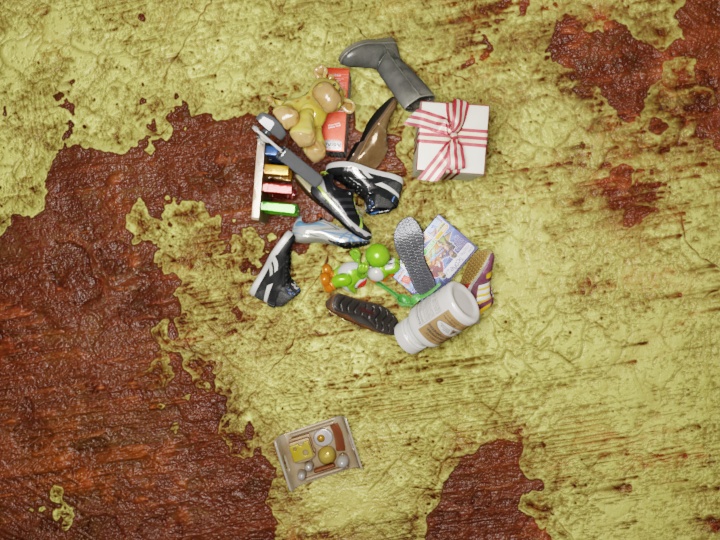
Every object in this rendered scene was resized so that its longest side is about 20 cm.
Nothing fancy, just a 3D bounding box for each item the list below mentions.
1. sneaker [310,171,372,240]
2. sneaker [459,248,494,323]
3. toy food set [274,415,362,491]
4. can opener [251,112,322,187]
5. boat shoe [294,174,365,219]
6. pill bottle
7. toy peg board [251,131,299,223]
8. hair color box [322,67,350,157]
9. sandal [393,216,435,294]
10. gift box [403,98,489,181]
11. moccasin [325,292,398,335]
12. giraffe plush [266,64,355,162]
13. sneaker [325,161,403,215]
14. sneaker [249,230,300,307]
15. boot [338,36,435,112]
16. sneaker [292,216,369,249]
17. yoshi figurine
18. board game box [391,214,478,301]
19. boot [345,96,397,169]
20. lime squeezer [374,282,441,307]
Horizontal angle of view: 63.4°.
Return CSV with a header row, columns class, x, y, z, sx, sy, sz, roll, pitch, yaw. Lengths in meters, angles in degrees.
class,x,y,z,sx,sy,sz,roll,pitch,yaw
sneaker,-0.032,-0.159,1.416,0.200,0.072,0.083,43,86,-11
sneaker,0.304,0.041,1.477,0.090,0.075,0.200,17,109,-19
toy food set,-0.109,0.476,1.511,0.200,0.060,0.144,-18,93,1
can opener,-0.160,-0.265,1.301,0.066,0.053,0.200,-46,117,4
boat shoe,-0.080,-0.187,1.479,0.200,0.073,0.063,40,87,-12
pill bottle,0.182,0.123,1.431,0.200,0.114,0.114,-38,92,33
toy peg board,-0.196,-0.214,1.412,0.098,0.200,0.199,5,92,-3
hair color box,-0.060,-0.389,1.450,0.061,0.102,0.200,3,92,2
sandal,0.133,-0.037,1.463,0.076,0.043,0.200,-14,103,10
gift box,0.200,-0.301,1.408,0.200,0.187,0.185,-1,92,0
moccasin,0.005,0.116,1.487,0.201,0.078,0.074,16,77,-18
giraffe plush,-0.101,-0.373,1.345,0.162,0.200,0.173,-37,133,6
sneaker,0.003,-0.200,1.458,0.200,0.073,0.112,11,74,-1
sneaker,-0.187,0.004,1.470,0.112,0.073,0.200,32,113,-5
boot,0.064,-0.469,1.421,0.182,0.073,0.200,-22,79,-20
sneaker,-0.073,-0.097,1.481,0.200,0.072,0.073,8,80,-4
yoshi figurine,-0.004,-0.015,1.456,0.200,0.112,0.113,-13,72,8
board game box,0.185,-0.025,1.495,0.135,0.034,0.200,41,93,-1
boot,0.046,-0.341,1.475,0.075,0.074,0.200,29,99,-16
lime squeezer,0.126,0.058,1.463,0.200,0.038,0.071,1,103,41
